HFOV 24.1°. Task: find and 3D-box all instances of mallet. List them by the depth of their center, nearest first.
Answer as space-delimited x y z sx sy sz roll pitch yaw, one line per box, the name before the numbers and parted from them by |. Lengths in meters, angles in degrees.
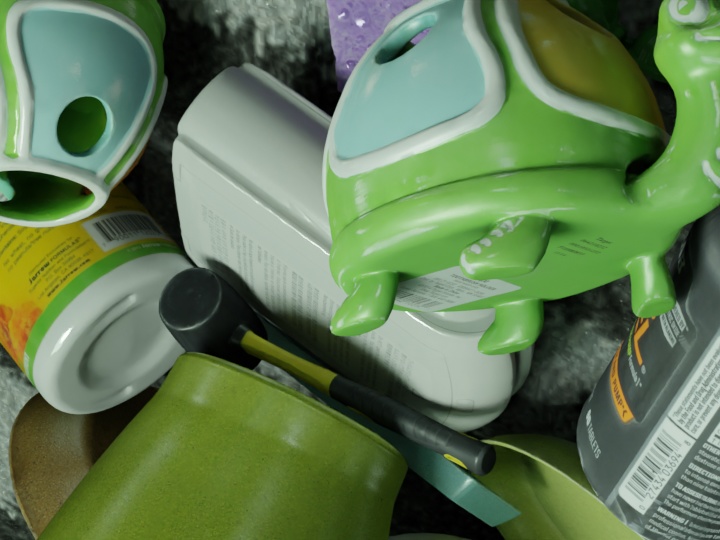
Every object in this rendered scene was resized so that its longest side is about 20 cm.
mallet | -0.015 0.060 0.860 0.199 0.041 0.066 27 166 24

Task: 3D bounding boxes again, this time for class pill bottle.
pill bottle | 0.178 0.030 0.744 0.106 0.106 0.201 35 136 12
pill bottle | -0.187 -0.023 0.974 0.200 0.111 0.111 47 141 26

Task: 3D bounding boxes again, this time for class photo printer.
photo printer | 0.000 0.000 0.858 0.200 0.070 0.167 36 161 13

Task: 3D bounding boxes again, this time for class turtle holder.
turtle holder | 0.063 -0.051 0.686 0.185 0.140 0.133 142 127 -61
turtle holder | -0.179 -0.103 0.857 0.140 0.133 0.185 -12 157 19

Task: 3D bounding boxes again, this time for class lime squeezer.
lime squeezer | 0.134 -0.115 0.733 0.070 0.038 0.200 -35 96 16

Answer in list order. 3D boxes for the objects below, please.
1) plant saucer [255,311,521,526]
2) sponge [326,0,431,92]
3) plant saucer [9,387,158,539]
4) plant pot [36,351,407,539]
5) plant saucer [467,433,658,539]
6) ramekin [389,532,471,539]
plant saucer | 0.000 0.076 0.924 0.200 0.019 0.070 36 178 34
sponge | 0.035 -0.123 0.801 0.111 0.030 0.201 16 129 30
plant saucer | -0.112 0.134 0.995 0.200 0.200 0.035 45 115 3
plant pot | -0.071 0.152 0.832 0.199 0.194 0.200 25 168 6
plant saucer | 0.137 0.153 0.880 0.200 0.031 0.200 43 163 16
ramekin | 0.034 0.256 0.940 0.094 0.201 0.203 -121 9 -67
